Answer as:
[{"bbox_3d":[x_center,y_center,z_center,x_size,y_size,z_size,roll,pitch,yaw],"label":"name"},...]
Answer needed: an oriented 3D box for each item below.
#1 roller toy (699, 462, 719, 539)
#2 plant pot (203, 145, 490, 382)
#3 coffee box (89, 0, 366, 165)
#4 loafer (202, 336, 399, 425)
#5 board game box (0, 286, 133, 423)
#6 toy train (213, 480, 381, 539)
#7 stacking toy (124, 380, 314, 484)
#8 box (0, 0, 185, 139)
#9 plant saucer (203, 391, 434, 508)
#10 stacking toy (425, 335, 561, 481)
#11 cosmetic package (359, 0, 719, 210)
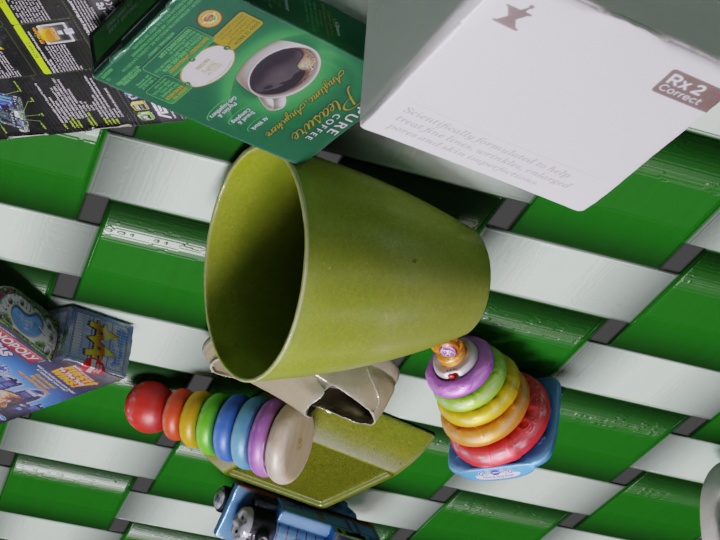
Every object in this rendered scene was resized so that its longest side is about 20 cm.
[{"bbox_3d":[0.438,0.281,1.693,0.139,0.200,0.184,-15,109,29],"label":"roller toy"},{"bbox_3d":[0.000,0.000,1.314,0.198,0.189,0.187,4,153,-29],"label":"plant pot"},{"bbox_3d":[-0.077,-0.149,1.135,0.199,0.044,0.123,20,137,-40],"label":"coffee box"},{"bbox_3d":[-0.058,0.103,1.571,0.198,0.069,0.076,11,149,-11],"label":"loafer"},{"bbox_3d":[-0.333,0.071,1.564,0.198,0.062,0.200,-11,146,23],"label":"board game box"},{"bbox_3d":[-0.072,0.298,1.842,0.199,0.087,0.114,22,-171,-22],"label":"toy train"},{"bbox_3d":[-0.151,0.153,1.644,0.198,0.086,0.086,14,153,21],"label":"stacking toy"},{"bbox_3d":[-0.243,-0.171,1.164,0.191,0.048,0.200,-2,149,15],"label":"box"},{"bbox_3d":[-0.054,0.200,1.753,0.199,0.048,0.199,24,144,-29],"label":"plant saucer"},{"bbox_3d":[0.105,0.102,1.536,0.115,0.110,0.200,-10,135,27],"label":"stacking toy"},{"bbox_3d":[0.110,-0.177,0.952,0.164,0.202,0.165,19,147,-22],"label":"cosmetic package"}]
